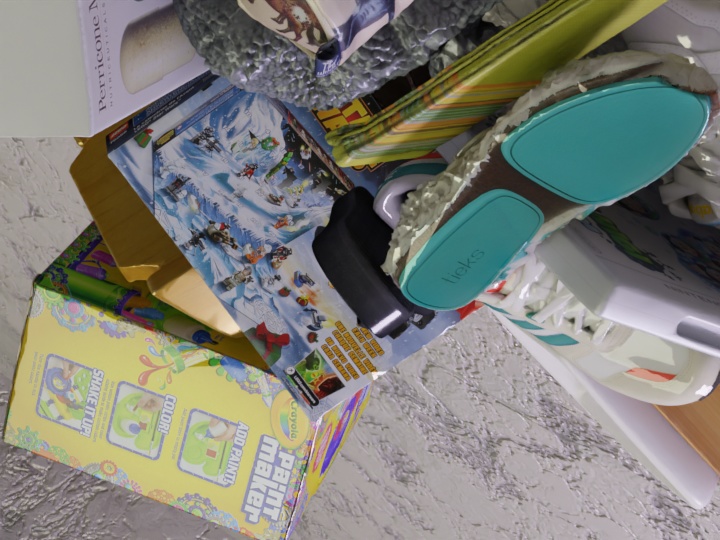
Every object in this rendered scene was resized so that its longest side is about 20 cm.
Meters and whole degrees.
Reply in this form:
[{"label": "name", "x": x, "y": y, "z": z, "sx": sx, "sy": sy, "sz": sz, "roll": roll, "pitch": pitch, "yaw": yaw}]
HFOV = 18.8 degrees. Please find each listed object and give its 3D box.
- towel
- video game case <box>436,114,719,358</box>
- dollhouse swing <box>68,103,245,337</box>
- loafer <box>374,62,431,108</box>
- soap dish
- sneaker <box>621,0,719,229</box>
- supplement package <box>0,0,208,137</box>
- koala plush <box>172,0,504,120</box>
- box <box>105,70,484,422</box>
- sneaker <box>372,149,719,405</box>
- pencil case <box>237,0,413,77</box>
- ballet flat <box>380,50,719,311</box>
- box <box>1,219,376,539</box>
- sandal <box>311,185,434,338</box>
[{"label": "towel", "x": 0.080, "y": -0.100, "z": 0.936, "sx": 0.086, "sy": 0.200, "sz": 0.018, "roll": -13, "pitch": -105, "yaw": -59}, {"label": "video game case", "x": 0.137, "y": -0.014, "z": 1.076, "sx": 0.182, "sy": 0.024, "sz": 0.200, "roll": 18, "pitch": -160, "yaw": -35}, {"label": "dollhouse swing", "x": -0.052, "y": -0.023, "z": 1.373, "sx": 0.176, "sy": 0.182, "sz": 0.200, "roll": 59, "pitch": 178, "yaw": -39}, {"label": "loafer", "x": 0.025, "y": -0.094, "z": 1.265, "sx": 0.073, "sy": 0.071, "sz": 0.200, "roll": 15, "pitch": 152, "yaw": 53}, {"label": "soap dish", "x": 0.150, "y": 0.040, "z": 1.263, "sx": 0.157, "sy": 0.081, "sz": 0.200, "roll": 46, "pitch": 179, "yaw": -23}, {"label": "sneaker", "x": 0.169, "y": -0.069, "z": 1.005, "sx": 0.200, "sy": 0.081, "sz": 0.076, "roll": 48, "pitch": 163, "yaw": -24}, {"label": "supplement package", "x": -0.156, "y": -0.155, "z": 0.995, "sx": 0.150, "sy": 0.200, "sz": 0.152, "roll": 1, "pitch": 107, "yaw": 18}, {"label": "koala plush", "x": 0.009, "y": -0.150, "z": 1.011, "sx": 0.177, "sy": 0.184, "sz": 0.200, "roll": 47, "pitch": -175, "yaw": 9}, {"label": "box", "x": -0.028, "y": -0.032, "z": 1.207, "sx": 0.200, "sy": 0.137, "sz": 0.040, "roll": 54, "pitch": -175, "yaw": -21}, {"label": "sneaker", "x": 0.089, "y": 0.008, "z": 1.099, "sx": 0.200, "sy": 0.070, "sz": 0.093, "roll": 38, "pitch": -155, "yaw": 18}, {"label": "pencil case", "x": 0.037, "y": -0.163, "z": 0.851, "sx": 0.078, "sy": 0.200, "sz": 0.089, "roll": 54, "pitch": 172, "yaw": -15}, {"label": "ballet flat", "x": 0.077, "y": -0.053, "z": 0.957, "sx": 0.072, "sy": 0.072, "sz": 0.200, "roll": 42, "pitch": 133, "yaw": -12}, {"label": "box", "x": -0.094, "y": 0.048, "z": 1.389, "sx": 0.192, "sy": 0.200, "sz": 0.122, "roll": 20, "pitch": 118, "yaw": 8}, {"label": "sandal", "x": 0.000, "y": 0.000, "z": 1.095, "sx": 0.076, "sy": 0.043, "sz": 0.200, "roll": 53, "pitch": -171, "yaw": 4}]
